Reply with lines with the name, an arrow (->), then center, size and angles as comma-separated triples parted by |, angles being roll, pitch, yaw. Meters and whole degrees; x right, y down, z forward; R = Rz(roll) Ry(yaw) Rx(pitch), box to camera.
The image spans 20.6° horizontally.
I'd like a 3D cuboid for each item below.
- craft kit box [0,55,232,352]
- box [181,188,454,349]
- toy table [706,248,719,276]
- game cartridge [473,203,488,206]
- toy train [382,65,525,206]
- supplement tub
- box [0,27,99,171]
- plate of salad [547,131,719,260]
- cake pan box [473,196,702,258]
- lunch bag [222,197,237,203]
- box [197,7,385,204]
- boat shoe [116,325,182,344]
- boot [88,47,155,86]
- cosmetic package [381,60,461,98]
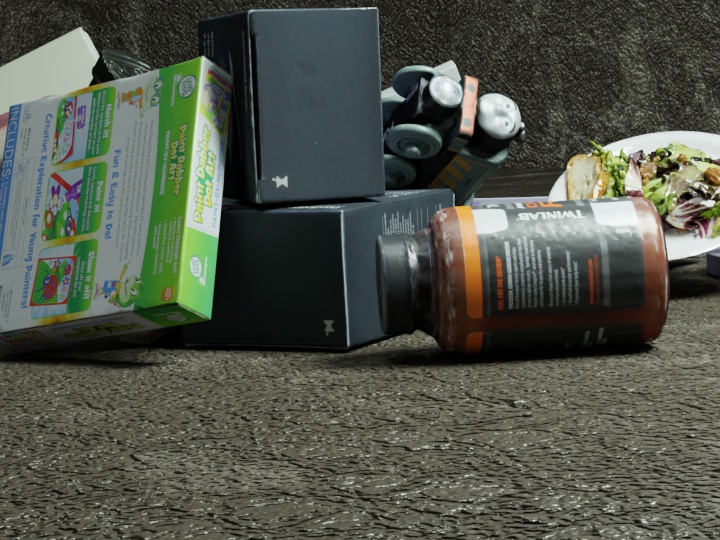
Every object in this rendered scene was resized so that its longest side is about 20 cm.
craft kit box -> -0.194, -0.048, 1.505 | 0.197, 0.201, 0.048 | -10, -25, 34
box -> -0.031, -0.005, 1.560 | 0.148, 0.107, 0.200 | 1, 7, 27
toy table -> 0.387, -0.056, 1.816 | 0.183, 0.118, 0.200 | -5, 5, -20
game cartridge -> 0.154, -0.019, 1.724 | 0.133, 0.041, 0.200 | 26, 9, 7
toy train -> 0.058, -0.097, 1.663 | 0.114, 0.085, 0.200 | 15, -31, -16
supplement tub -> 0.112, 0.004, 1.400 | 0.199, 0.107, 0.107 | -3, 6, -4
box -> -0.305, -0.107, 1.808 | 0.200, 0.109, 0.128 | -27, -37, -4
plate of salad -> 0.260, -0.074, 1.719 | 0.199, 0.048, 0.200 | -9, 34, 6
cake pan box -> 0.213, -0.039, 1.920 | 0.199, 0.052, 0.184 | -1, -7, 29
lunch bag -> -0.173, -0.024, 1.766 | 0.160, 0.077, 0.200 | -38, 15, -18
box -> -0.058, -0.130, 1.560 | 0.104, 0.148, 0.200 | -4, 7, -16
boat shoe -> -0.143, 0.004, 1.601 | 0.075, 0.069, 0.200 | 23, 22, 22
boot -> -0.210, -0.071, 1.656 | 0.079, 0.158, 0.211 | 22, 25, -31
cosmetic package -> 0.008, -0.109, 1.770 | 0.200, 0.083, 0.051 | -24, 11, 2
